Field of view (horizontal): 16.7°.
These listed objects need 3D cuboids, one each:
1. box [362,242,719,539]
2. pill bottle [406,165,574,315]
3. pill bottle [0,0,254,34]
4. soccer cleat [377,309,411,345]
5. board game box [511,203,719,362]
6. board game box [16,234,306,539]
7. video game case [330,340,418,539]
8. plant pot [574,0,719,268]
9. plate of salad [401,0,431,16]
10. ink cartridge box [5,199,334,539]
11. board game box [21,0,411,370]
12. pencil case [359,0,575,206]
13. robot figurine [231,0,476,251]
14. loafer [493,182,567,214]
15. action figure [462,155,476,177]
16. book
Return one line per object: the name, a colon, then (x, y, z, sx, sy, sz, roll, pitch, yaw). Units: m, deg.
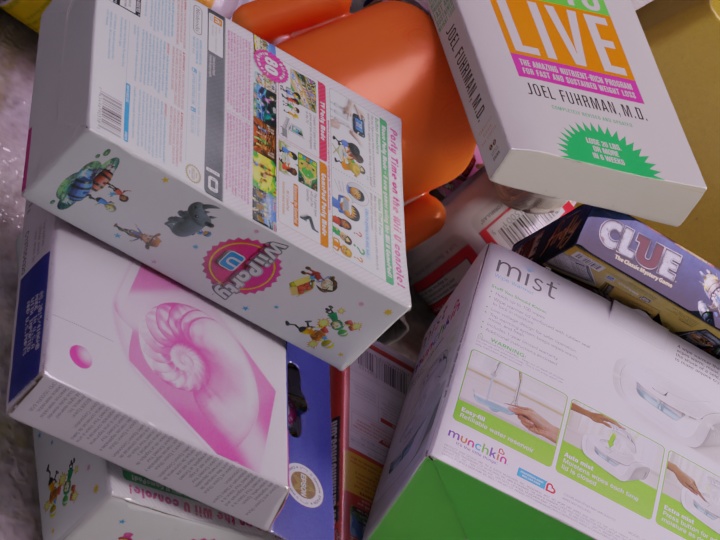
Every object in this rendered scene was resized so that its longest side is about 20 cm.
box: (0.123, 0.108, 1.368, 0.199, 0.097, 0.177, 26, 43, -8)
pill bottle: (0.120, 0.030, 1.556, 0.200, 0.112, 0.112, 51, 33, -2)
pill bottle: (-0.145, -0.175, 1.451, 0.199, 0.109, 0.110, 34, 36, -23)
soccer cleat: (0.000, 0.000, 1.492, 0.085, 0.068, 0.201, 44, 37, -16)
board game box: (0.189, 0.034, 1.445, 0.199, 0.135, 0.035, 30, 70, -11)
board game box: (-0.100, 0.067, 1.291, 0.147, 0.064, 0.201, 21, 41, -35)
video game case: (0.033, 0.144, 1.387, 0.143, 0.017, 0.201, 31, 46, -36)
plant pot: (0.255, -0.114, 1.804, 0.200, 0.176, 0.200, 48, 33, -1)
plate of salad: (0.062, -0.174, 1.667, 0.200, 0.048, 0.200, 42, -5, 4)
ink cartridge box: (-0.082, 0.027, 1.245, 0.199, 0.043, 0.197, 27, 39, -27)
board game box: (-0.070, -0.057, 1.252, 0.199, 0.064, 0.148, 28, 37, -26)
pencil case: (0.059, -0.094, 1.637, 0.200, 0.083, 0.087, 43, 31, -9)
robot figurine: (-0.013, -0.086, 1.426, 0.199, 0.145, 0.116, -26, 37, -27)
loafer: (0.096, -0.131, 1.513, 0.069, 0.070, 0.201, -3, 60, -30)
action figure: (-0.007, -0.128, 1.535, 0.199, 0.066, 0.099, 27, 4, -3)
book: (0.107, -0.117, 1.410, 0.133, 0.048, 0.201, 11, 43, -30)
